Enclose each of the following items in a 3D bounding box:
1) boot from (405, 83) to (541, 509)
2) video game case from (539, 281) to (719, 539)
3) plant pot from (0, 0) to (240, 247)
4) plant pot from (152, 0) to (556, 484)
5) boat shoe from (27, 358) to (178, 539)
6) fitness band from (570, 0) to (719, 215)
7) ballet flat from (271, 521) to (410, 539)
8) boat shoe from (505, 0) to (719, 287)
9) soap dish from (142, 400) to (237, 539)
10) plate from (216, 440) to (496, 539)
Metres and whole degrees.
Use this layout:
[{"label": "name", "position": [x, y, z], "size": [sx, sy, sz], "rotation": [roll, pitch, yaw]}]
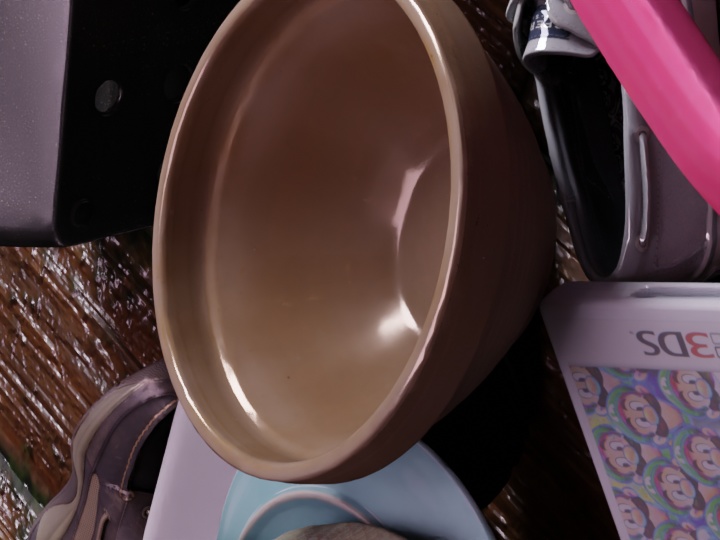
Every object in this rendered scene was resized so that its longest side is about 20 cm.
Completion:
[{"label": "boot", "position": [-0.001, 0.001, 1.182], "size": [0.162, 0.073, 0.200], "rotation": [4, 94, 49]}, {"label": "video game case", "position": [0.161, 0.098, 0.989], "size": [0.182, 0.024, 0.201], "rotation": [1, 116, 52]}, {"label": "plant pot", "position": [-0.143, -0.111, 1.257], "size": [0.177, 0.199, 0.201], "rotation": [24, 116, 36]}, {"label": "plant pot", "position": [0.010, -0.015, 1.045], "size": [0.200, 0.092, 0.202], "rotation": [-16, 70, 51]}, {"label": "boat shoe", "position": [-0.103, 0.111, 1.350], "size": [0.073, 0.074, 0.200], "rotation": [52, 144, 18]}, {"label": "fitness band", "position": [0.147, -0.076, 0.915], "size": [0.200, 0.143, 0.037], "rotation": [59, 136, 25]}, {"label": "ballet flat", "position": [-0.049, 0.143, 1.112], "size": [0.200, 0.062, 0.068], "rotation": [-13, 88, 49]}, {"label": "boat shoe", "position": [0.091, -0.089, 1.046], "size": [0.072, 0.068, 0.201], "rotation": [-7, 92, 52]}, {"label": "soap dish", "position": [-0.029, 0.143, 1.242], "size": [0.157, 0.081, 0.201], "rotation": [42, 129, 39]}, {"label": "plate", "position": [-0.006, 0.157, 1.132], "size": [0.200, 0.025, 0.201], "rotation": [13, 107, 46]}]
